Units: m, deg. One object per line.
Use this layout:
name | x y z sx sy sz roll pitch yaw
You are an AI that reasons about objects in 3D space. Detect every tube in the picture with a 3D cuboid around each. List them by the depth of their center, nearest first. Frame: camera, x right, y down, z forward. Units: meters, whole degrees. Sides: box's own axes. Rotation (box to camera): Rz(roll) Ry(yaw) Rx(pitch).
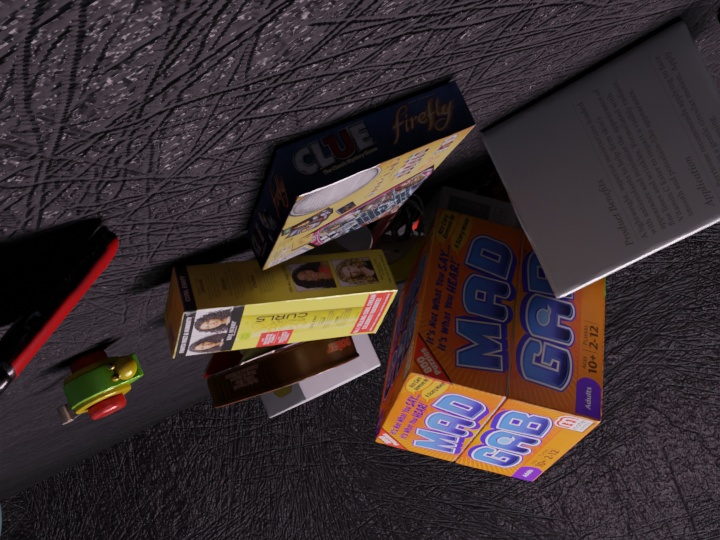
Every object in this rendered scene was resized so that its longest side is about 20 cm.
tube | -0.054 0.026 0.852 0.057 0.052 0.201 22 130 -19

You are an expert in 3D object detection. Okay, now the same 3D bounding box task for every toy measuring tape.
toy measuring tape | -0.311 0.140 0.942 0.199 0.075 0.073 -31 172 39

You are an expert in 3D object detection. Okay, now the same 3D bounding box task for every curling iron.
curling iron | 0.000 0.000 0.912 0.200 0.049 0.026 -47 -168 10

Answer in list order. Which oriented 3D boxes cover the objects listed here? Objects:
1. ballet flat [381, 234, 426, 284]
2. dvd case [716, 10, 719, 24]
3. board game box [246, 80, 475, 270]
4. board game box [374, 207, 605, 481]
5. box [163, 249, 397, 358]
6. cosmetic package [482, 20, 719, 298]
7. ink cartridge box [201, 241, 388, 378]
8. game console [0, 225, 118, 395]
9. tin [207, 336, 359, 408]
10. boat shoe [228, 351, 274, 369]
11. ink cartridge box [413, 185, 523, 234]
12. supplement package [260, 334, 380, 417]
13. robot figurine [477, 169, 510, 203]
ballet flat | 0.018 -0.008 1.078 0.197 0.068 0.067 -24 -155 12
dvd case | 0.393 -0.263 0.668 0.197 0.025 0.150 -27 175 11
board game box | -0.010 -0.063 0.629 0.134 0.035 0.200 -24 174 -18
board game box | 0.143 0.090 0.954 0.196 0.203 0.201 14 148 -3
box | -0.070 0.028 0.753 0.196 0.051 0.076 -5 144 -26
cosmetic package | 0.247 -0.096 0.798 0.198 0.167 0.165 -27 174 21
ink cartridge box | -0.073 0.050 0.972 0.198 0.045 0.178 -20 146 -45
game console | -0.260 0.036 0.505 0.199 0.118 0.174 -32 -157 50
tin | -0.087 0.106 0.924 0.198 0.043 0.111 -23 173 41
boat shoe | -0.102 0.046 1.050 0.200 0.057 0.067 -47 155 8
ink cartridge box | 0.150 -0.039 1.046 0.157 0.048 0.200 13 168 -4
supplement package | -0.093 0.138 1.442 0.149 0.154 0.200 -21 173 -28
robot figurine | 0.236 -0.124 1.027 0.198 0.059 0.145 -22 172 -37
